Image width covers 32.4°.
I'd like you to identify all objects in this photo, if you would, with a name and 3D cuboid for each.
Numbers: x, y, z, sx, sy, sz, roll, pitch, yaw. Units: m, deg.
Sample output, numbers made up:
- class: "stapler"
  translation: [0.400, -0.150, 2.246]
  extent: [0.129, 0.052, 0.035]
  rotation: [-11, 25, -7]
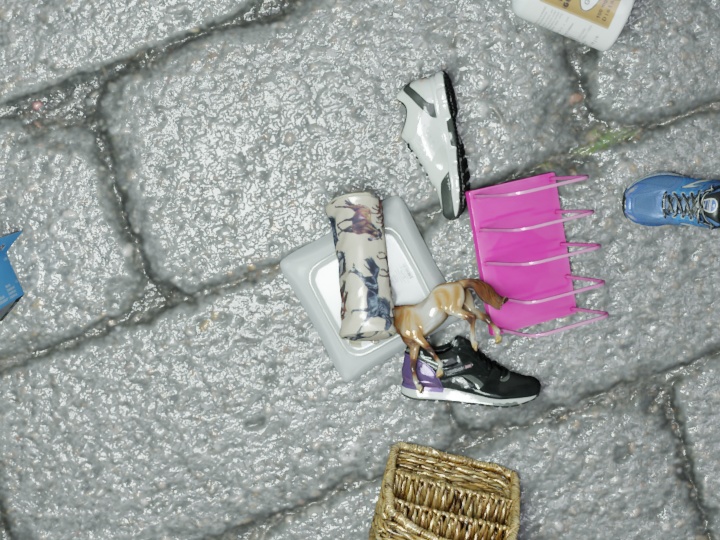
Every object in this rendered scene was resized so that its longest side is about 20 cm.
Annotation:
- class: "pencil case"
  translation: [0.000, 0.000, 1.673]
  extent: [0.077, 0.089, 0.203]
  rotation: [-3, 83, -24]
- class: "label tape box"
  translation: [-0.513, 0.047, 1.670]
  extent: [0.063, 0.144, 0.200]
  rotation: [41, 94, -6]
- class: "plate"
  translation: [0.016, 0.028, 1.741]
  extent: [0.198, 0.032, 0.201]
  rotation: [-29, 96, 1]
- class: "sneaker"
  translation: [0.102, -0.168, 1.709]
  extent: [0.079, 0.074, 0.203]
  rotation: [-10, 93, 16]
- class: "sneaker"
  translation: [0.460, -0.097, 1.709]
  extent: [0.197, 0.089, 0.080]
  rotation: [-2, 96, -1]
- class: "sneaker"
  translation: [0.157, 0.138, 1.733]
  extent: [0.197, 0.076, 0.089]
  rotation: [3, 100, -2]
- class: "file sorter"
  translation: [0.245, -0.021, 1.675]
  extent: [0.137, 0.125, 0.203]
  rotation: [-13, 97, -21]
- class: "basket"
  translation: [0.121, 0.342, 1.725]
  extent: [0.197, 0.143, 0.151]
  rotation: [16, 97, -4]
- class: "pill bottle"
  translation: [0.261, -0.382, 1.657]
  extent: [0.197, 0.114, 0.116]
  rotation: [21, 96, -4]
- class: "horse figurine"
  translation: [0.108, 0.071, 1.693]
  extent: [0.199, 0.050, 0.134]
  rotation: [-34, 67, 11]
